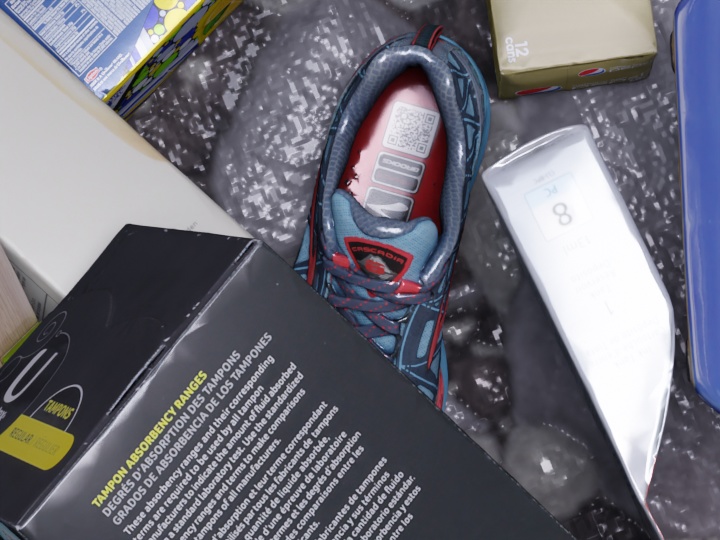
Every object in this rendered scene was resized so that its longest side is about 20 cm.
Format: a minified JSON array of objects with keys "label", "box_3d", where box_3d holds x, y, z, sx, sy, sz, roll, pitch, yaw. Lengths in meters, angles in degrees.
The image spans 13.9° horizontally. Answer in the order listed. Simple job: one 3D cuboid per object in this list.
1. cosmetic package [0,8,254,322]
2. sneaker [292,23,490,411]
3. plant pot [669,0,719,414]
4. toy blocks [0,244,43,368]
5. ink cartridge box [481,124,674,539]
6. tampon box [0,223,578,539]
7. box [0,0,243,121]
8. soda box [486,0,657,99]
[{"label":"cosmetic package","box_3d":[-0.131,-0.032,1.154,0.200,0.105,0.071,43,72,4]},{"label":"sneaker","box_3d":[0.000,0.000,1.152,0.079,0.096,0.200,9,86,4]},{"label":"plant pot","box_3d":[0.209,-0.024,1.096,0.179,0.200,0.200,-2,87,8]},{"label":"toy blocks","box_3d":[-0.206,-0.003,1.117,0.200,0.100,0.137,0,124,39]},{"label":"ink cartridge box","box_3d":[0.110,0.049,1.109,0.047,0.160,0.200,-27,84,2]},{"label":"tampon box","box_3d":[-0.031,0.096,1.027,0.200,0.150,0.126,44,77,-17]},{"label":"box","box_3d":[-0.053,-0.152,1.180,0.064,0.070,0.200,45,89,4]},{"label":"soda box","box_3d":[0.073,-0.173,1.176,0.064,0.068,0.200,-8,85,2]}]
